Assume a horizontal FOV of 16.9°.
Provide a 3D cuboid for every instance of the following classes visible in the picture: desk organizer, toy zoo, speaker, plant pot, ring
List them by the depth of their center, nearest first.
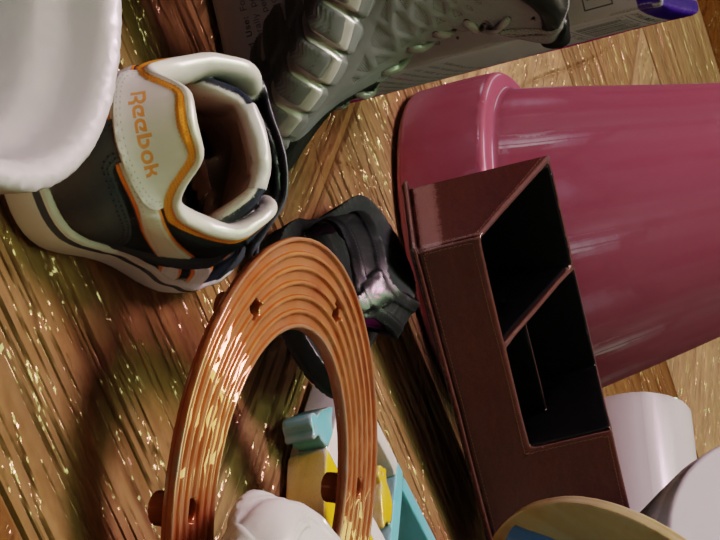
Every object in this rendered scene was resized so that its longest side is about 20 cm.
[{"bbox_3d":[-0.036,0.087,0.930,0.200,0.019,0.201,4,90,-69],"label":"ring"},{"bbox_3d":[0.006,0.139,1.094,0.131,0.020,0.200,-82,153,-49],"label":"toy zoo"},{"bbox_3d":[0.082,0.048,1.247,0.072,0.077,0.201,-95,171,-60],"label":"desk organizer"},{"bbox_3d":[0.136,-0.022,1.351,0.200,0.178,0.201,-12,90,-72],"label":"plant pot"},{"bbox_3d":[0.174,0.178,1.491,0.081,0.081,0.201,51,31,-54],"label":"speaker"}]

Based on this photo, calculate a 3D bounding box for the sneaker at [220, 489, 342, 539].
[{"bbox_3d":[0.007,0.137,0.887,0.200,0.099,0.078,53,49,-60],"label":"sneaker"}]

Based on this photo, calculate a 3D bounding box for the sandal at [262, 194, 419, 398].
[{"bbox_3d":[0.000,-0.001,1.106,0.076,0.048,0.200,59,17,-8],"label":"sandal"}]

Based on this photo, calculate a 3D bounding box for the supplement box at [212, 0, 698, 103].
[{"bbox_3d":[0.039,-0.141,1.102,0.101,0.199,0.104,-12,88,-73],"label":"supplement box"}]

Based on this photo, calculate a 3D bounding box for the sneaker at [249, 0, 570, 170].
[{"bbox_3d":[0.027,-0.098,1.021,0.115,0.200,0.075,19,35,-18],"label":"sneaker"}]

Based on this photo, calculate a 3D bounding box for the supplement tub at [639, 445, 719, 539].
[{"bbox_3d":[0.190,0.185,1.314,0.200,0.131,0.132,119,-29,-59],"label":"supplement tub"}]

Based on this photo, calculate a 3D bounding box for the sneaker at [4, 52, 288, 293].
[{"bbox_3d":[-0.061,-0.035,0.924,0.200,0.079,0.079,0,77,-74],"label":"sneaker"}]

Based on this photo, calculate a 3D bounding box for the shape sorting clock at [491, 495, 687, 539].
[{"bbox_3d":[0.143,0.198,1.217,0.039,0.200,0.201,-33,112,-39],"label":"shape sorting clock"}]

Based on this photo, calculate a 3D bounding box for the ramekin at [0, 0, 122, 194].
[{"bbox_3d":[-0.152,-0.109,0.662,0.200,0.097,0.201,-14,90,-72],"label":"ramekin"}]
